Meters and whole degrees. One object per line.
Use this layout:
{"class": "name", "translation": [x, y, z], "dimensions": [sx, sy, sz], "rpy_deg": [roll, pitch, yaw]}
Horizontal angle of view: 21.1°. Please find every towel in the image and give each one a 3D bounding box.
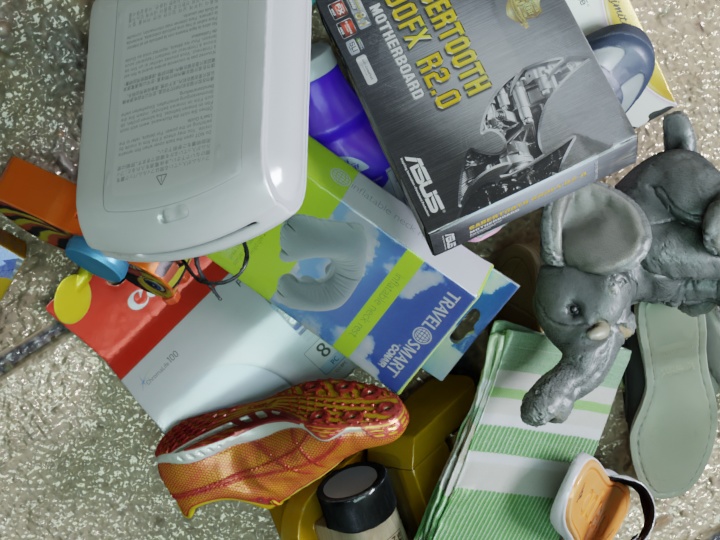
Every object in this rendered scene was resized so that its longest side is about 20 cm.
{"class": "towel", "translation": [0.119, 0.142, 1.451], "dimensions": [0.152, 0.023, 0.202], "rpy_deg": [12, 100, -43]}

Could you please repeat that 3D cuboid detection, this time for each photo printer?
{"class": "photo printer", "translation": [-0.112, -0.105, 1.306], "dimensions": [0.165, 0.202, 0.069], "rpy_deg": [-12, 153, 26]}

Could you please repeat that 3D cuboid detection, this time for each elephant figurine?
{"class": "elephant figurine", "translation": [0.178, -0.002, 1.383], "dimensions": [0.198, 0.155, 0.143], "rpy_deg": [-17, 115, -7]}

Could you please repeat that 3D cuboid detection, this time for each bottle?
{"class": "bottle", "translation": [-0.008, -0.068, 1.424], "dimensions": [0.083, 0.065, 0.202], "rpy_deg": [-17, 113, 12]}

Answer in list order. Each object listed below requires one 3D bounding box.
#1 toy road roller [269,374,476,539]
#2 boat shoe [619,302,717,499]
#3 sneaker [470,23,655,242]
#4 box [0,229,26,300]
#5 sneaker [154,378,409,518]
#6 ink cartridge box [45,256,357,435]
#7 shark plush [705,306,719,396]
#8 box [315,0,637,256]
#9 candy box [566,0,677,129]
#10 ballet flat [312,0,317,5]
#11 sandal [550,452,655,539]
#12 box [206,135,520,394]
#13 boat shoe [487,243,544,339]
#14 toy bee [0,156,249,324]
{"class": "toy road roller", "translation": [0.015, 0.174, 1.506], "dimensions": [0.200, 0.145, 0.124], "rpy_deg": [-37, 118, -36]}
{"class": "boat shoe", "translation": [0.240, 0.083, 1.526], "dimensions": [0.071, 0.061, 0.203], "rpy_deg": [-8, 117, -7]}
{"class": "sneaker", "translation": [0.137, -0.091, 1.368], "dimensions": [0.200, 0.082, 0.070], "rpy_deg": [-43, 113, 7]}
{"class": "box", "translation": [-0.357, -0.014, 1.400], "dimensions": [0.199, 0.042, 0.120], "rpy_deg": [30, 102, -21]}
{"class": "sneaker", "translation": [-0.053, 0.132, 1.431], "dimensions": [0.198, 0.073, 0.078], "rpy_deg": [-14, 114, 20]}
{"class": "ink cartridge box", "translation": [-0.113, 0.045, 1.459], "dimensions": [0.160, 0.047, 0.200], "rpy_deg": [-44, 112, 7]}
{"class": "shark plush", "translation": [0.300, 0.028, 1.536], "dimensions": [0.083, 0.091, 0.202], "rpy_deg": [-22, 92, -22]}
{"class": "box", "translation": [0.079, -0.132, 1.330], "dimensions": [0.157, 0.048, 0.201], "rpy_deg": [-24, 69, 0]}
{"class": "candy box", "translation": [0.115, -0.137, 1.424], "dimensions": [0.199, 0.061, 0.137], "rpy_deg": [-30, 111, 1]}
{"class": "ballet flat", "translation": [0.001, -0.250, 1.365], "dimensions": [0.199, 0.071, 0.071], "rpy_deg": [-35, 112, 4]}
{"class": "sandal", "translation": [0.193, 0.195, 1.492], "dimensions": [0.059, 0.207, 0.080], "rpy_deg": [24, 84, 21]}
{"class": "box", "translation": [0.000, 0.000, 1.386], "dimensions": [0.199, 0.048, 0.122], "rpy_deg": [35, 130, -3]}
{"class": "boat shoe", "translation": [0.148, 0.067, 1.506], "dimensions": [0.069, 0.074, 0.202], "rpy_deg": [-20, 117, -28]}
{"class": "toy bee", "translation": [-0.170, -0.010, 1.393], "dimensions": [0.131, 0.200, 0.109], "rpy_deg": [-43, 156, -10]}
